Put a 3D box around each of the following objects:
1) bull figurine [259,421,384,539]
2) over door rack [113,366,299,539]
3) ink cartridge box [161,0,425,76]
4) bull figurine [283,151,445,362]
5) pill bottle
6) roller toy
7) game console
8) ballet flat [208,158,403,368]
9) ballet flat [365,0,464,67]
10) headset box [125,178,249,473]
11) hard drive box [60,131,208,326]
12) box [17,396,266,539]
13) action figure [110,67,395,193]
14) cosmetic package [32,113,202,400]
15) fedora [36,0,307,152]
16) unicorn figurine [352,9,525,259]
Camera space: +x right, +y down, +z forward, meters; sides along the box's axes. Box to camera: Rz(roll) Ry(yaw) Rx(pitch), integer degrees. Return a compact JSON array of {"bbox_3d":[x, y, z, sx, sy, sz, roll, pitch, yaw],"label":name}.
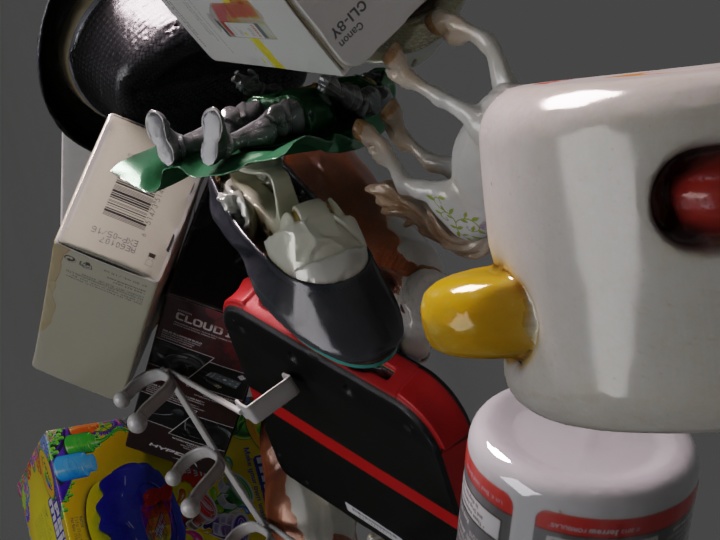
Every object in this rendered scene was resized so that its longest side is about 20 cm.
[{"bbox_3d":[-0.026,0.181,1.276,0.121,0.065,0.202,-36,67,58],"label":"bull figurine"},{"bbox_3d":[-0.078,0.137,1.175,0.199,0.067,0.149,-1,124,58],"label":"over door rack"},{"bbox_3d":[-0.025,-0.194,1.050,0.084,0.145,0.200,49,166,-24],"label":"ink cartridge box"},{"bbox_3d":[0.000,0.000,1.139,0.201,0.065,0.122,60,139,38],"label":"bull figurine"},{"bbox_3d":[0.102,0.168,0.929,0.116,0.115,0.202,-135,44,-53],"label":"pill bottle"},{"bbox_3d":[0.139,-0.009,0.709,0.181,0.199,0.142,0,98,45],"label":"roller toy"},{"bbox_3d":[0.001,0.100,1.115,0.199,0.031,0.178,28,149,40],"label":"game console"},{"bbox_3d":[-0.039,-0.020,1.057,0.200,0.072,0.074,48,139,48],"label":"ballet flat"},{"bbox_3d":[0.020,-0.153,1.102,0.063,0.067,0.200,59,168,-23],"label":"ballet flat"},{"bbox_3d":[-0.097,0.023,1.293,0.201,0.076,0.150,113,174,-47],"label":"headset box"},{"bbox_3d":[-0.164,-0.079,1.391,0.156,0.076,0.202,-58,-25,-60],"label":"hard drive box"},{"bbox_3d":[-0.134,0.218,1.370,0.122,0.191,0.202,-52,52,58],"label":"box"},{"bbox_3d":[-0.039,-0.090,1.059,0.117,0.199,0.055,3,105,33],"label":"action figure"},{"bbox_3d":[-0.161,-0.004,1.212,0.200,0.072,0.104,119,171,-60],"label":"cosmetic package"},{"bbox_3d":[-0.107,-0.137,1.195,0.092,0.199,0.202,49,139,48],"label":"fedora"},{"bbox_3d":[0.065,-0.068,0.990,0.137,0.074,0.200,43,163,13],"label":"unicorn figurine"}]
